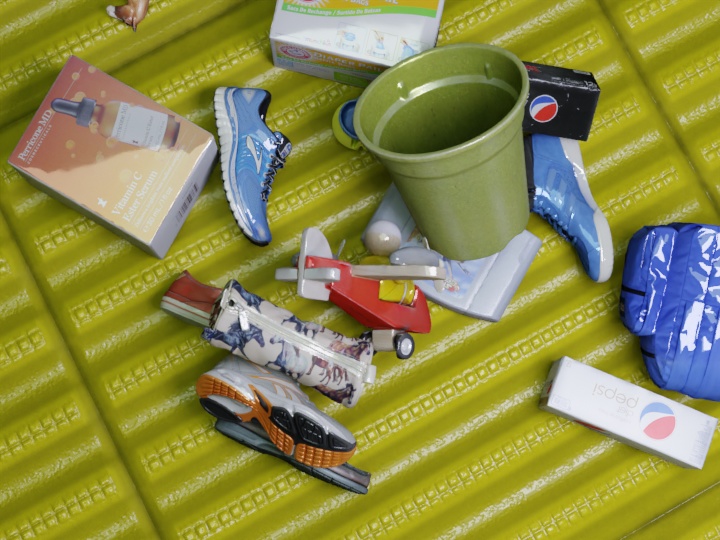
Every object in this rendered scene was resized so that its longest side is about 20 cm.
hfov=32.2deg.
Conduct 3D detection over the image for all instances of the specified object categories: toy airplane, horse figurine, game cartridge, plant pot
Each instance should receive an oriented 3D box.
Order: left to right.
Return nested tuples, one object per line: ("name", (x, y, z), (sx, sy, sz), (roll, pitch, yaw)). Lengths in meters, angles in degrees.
("horse figurine", (-0.295, -0.419, 1.564), (0.131, 0.050, 0.202), (26, 75, -10))
("toy airplane", (0.000, 0.000, 1.438), (0.197, 0.200, 0.143), (20, 71, 5))
("game cartridge", (0.107, -0.029, 1.527), (0.198, 0.042, 0.134), (30, 78, 3))
("plant pot", (0.110, -0.120, 1.405), (0.197, 0.186, 0.202), (-12, 41, 11))

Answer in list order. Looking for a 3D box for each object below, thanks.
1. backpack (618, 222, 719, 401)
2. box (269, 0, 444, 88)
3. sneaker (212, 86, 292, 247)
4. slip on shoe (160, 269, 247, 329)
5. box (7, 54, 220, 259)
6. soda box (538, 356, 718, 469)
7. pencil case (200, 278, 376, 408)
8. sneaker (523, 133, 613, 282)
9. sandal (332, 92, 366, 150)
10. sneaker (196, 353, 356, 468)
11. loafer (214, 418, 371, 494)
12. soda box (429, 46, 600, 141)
("backpack", (0.387, 0.046, 1.464), (0.165, 0.162, 0.204), (6, 94, 9))
("box", (-0.005, -0.291, 1.524), (0.197, 0.113, 0.103), (13, 81, 2))
("sneaker", (-0.125, -0.130, 1.514), (0.088, 0.079, 0.204), (-8, 82, 0))
("slip on shoe", (-0.140, 0.053, 1.492), (0.197, 0.074, 0.062), (21, 78, 7))
("box", (-0.291, -0.133, 1.496), (0.198, 0.106, 0.154), (29, 82, 3))
("soda box", (0.316, 0.170, 1.484), (0.197, 0.068, 0.064), (23, 81, 2))
("pencil case", (-0.077, 0.083, 1.407), (0.198, 0.089, 0.079), (25, 83, -4))
("sneaker", (0.229, -0.072, 1.512), (0.109, 0.077, 0.203), (-13, 78, -9))
("sandal", (0.064, -0.176, 1.522), (0.196, 0.087, 0.081), (3, 79, -3))
("sneaker", (-0.085, 0.148, 1.436), (0.198, 0.076, 0.092), (27, 41, 11))
("loafer", (-0.073, 0.199, 1.472), (0.197, 0.072, 0.064), (23, 76, 4))
("soda box", (0.180, -0.210, 1.486), (0.196, 0.064, 0.072), (9, 118, -5))
